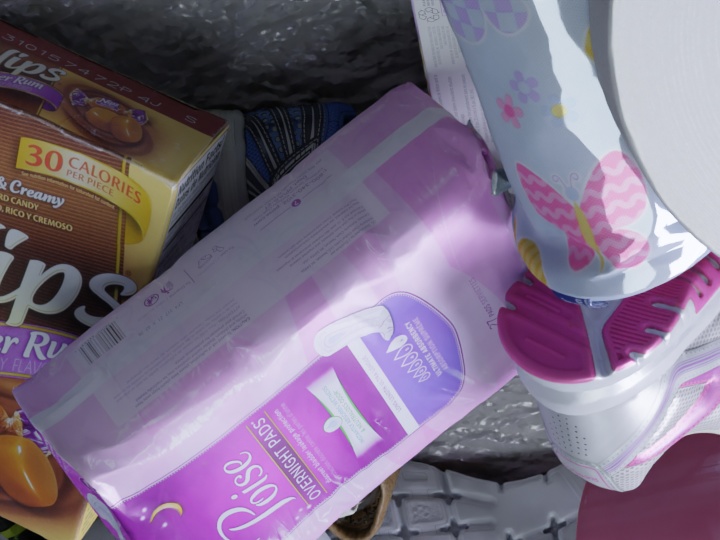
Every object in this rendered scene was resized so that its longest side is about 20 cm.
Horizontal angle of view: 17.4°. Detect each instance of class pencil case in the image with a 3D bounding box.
[{"bbox_3d":[0.066,-0.089,0.800,0.091,0.083,0.201,17,136,51],"label":"pencil case"}]

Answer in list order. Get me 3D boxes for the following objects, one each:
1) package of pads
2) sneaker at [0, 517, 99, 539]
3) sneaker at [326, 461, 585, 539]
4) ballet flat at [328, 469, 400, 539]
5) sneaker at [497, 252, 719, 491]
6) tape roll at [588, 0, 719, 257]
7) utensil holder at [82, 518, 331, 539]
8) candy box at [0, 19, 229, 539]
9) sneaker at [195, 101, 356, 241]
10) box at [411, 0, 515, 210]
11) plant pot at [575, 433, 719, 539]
[{"bbox_3d":[-0.022,0.032,0.901,0.200,0.076,0.121,-38,137,-5],"label":"package of pads"},{"bbox_3d":[-0.133,0.142,1.215,0.076,0.076,0.200,-11,140,43],"label":"sneaker"},{"bbox_3d":[0.064,0.145,1.203,0.199,0.077,0.082,-3,151,7],"label":"sneaker"},{"bbox_3d":[-0.036,0.069,1.093,0.068,0.073,0.200,-14,142,18],"label":"ballet flat"},{"bbox_3d":[0.129,0.012,0.927,0.081,0.200,0.088,27,139,36],"label":"sneaker"},{"bbox_3d":[0.173,-0.085,0.743,0.202,0.037,0.204,-2,113,-5],"label":"tape roll"},{"bbox_3d":[-0.098,0.198,1.098,0.200,0.170,0.170,-34,138,6],"label":"utensil holder"},{"bbox_3d":[-0.136,0.006,0.945,0.116,0.057,0.200,24,126,7],"label":"candy box"},{"bbox_3d":[0.000,0.000,0.995,0.085,0.077,0.200,-16,142,16],"label":"sneaker"},{"bbox_3d":[0.049,-0.068,0.925,0.041,0.039,0.200,-4,145,9],"label":"box"},{"bbox_3d":[0.207,0.125,1.086,0.179,0.201,0.200,-12,146,44],"label":"plant pot"}]
